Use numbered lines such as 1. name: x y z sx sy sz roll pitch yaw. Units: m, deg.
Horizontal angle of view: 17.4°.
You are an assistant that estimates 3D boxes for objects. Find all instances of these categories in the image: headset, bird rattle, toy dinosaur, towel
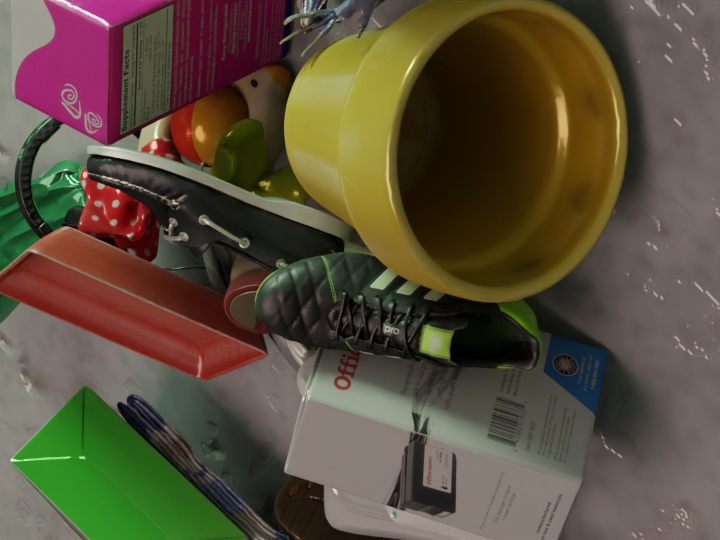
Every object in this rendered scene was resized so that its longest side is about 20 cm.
1. headset: -0.193 -0.044 1.909 0.200 0.124 0.094 47 166 -11
2. bird rattle: -0.120 -0.085 1.801 0.200 0.164 0.113 -3 154 43
3. toy dinosaur: 0.004 -0.201 1.633 0.199 0.182 0.105 1 97 3
4. towel: -0.120 0.191 1.982 0.200 0.024 0.147 42 168 20

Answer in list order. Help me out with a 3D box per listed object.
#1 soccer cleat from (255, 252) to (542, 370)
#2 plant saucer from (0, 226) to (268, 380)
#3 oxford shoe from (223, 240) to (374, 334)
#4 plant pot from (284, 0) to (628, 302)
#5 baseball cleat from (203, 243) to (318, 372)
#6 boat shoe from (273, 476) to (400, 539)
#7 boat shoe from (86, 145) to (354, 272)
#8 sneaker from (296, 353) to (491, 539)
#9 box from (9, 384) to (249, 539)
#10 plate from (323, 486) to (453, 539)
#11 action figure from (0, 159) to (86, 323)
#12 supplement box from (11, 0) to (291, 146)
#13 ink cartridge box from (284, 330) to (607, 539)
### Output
1. soccer cleat: 0.029 0.032 1.599 0.081 0.199 0.068 -120 39 -67
2. plant saucer: -0.181 0.023 1.844 0.200 0.037 0.200 24 165 -14
3. oxford shoe: 0.000 0.000 1.743 0.199 0.075 0.071 1 135 2
4. plant pot: 0.048 -0.091 1.599 0.189 0.200 0.201 15 123 55
5. baseball cleat: -0.065 0.016 1.835 0.200 0.070 0.107 67 150 25
6. boat shoe: 0.012 0.244 1.904 0.200 0.072 0.068 42 167 25
7. boat shoe: -0.104 -0.036 1.661 0.199 0.076 0.061 18 90 -7
8. sneaker: 0.027 0.144 1.736 0.200 0.075 0.089 37 135 9
9. box: -0.180 0.218 1.984 0.200 0.097 0.177 41 170 21
10. plate: 0.037 0.119 1.803 0.199 0.032 0.201 6 104 41
11. action figure: -0.272 -0.043 2.017 0.200 0.055 0.118 -28 91 41
12. supplement box: -0.150 -0.185 1.715 0.101 0.200 0.104 28 129 30
13. ink cartridge box: 0.061 0.099 1.659 0.199 0.145 0.084 18 130 1
